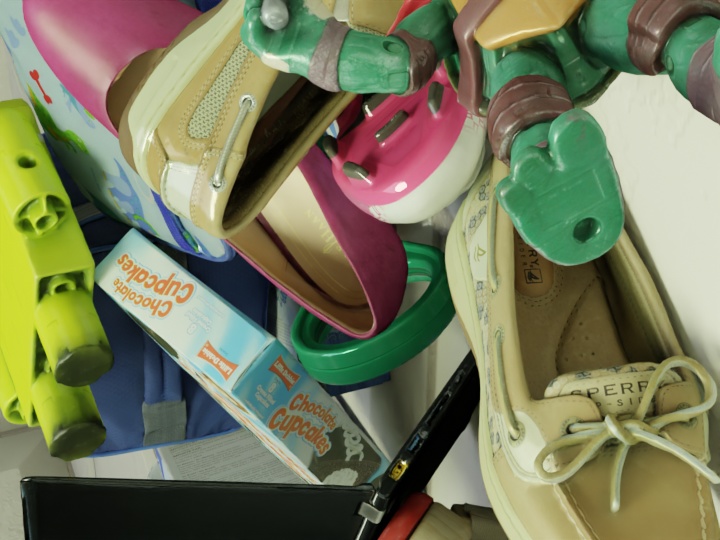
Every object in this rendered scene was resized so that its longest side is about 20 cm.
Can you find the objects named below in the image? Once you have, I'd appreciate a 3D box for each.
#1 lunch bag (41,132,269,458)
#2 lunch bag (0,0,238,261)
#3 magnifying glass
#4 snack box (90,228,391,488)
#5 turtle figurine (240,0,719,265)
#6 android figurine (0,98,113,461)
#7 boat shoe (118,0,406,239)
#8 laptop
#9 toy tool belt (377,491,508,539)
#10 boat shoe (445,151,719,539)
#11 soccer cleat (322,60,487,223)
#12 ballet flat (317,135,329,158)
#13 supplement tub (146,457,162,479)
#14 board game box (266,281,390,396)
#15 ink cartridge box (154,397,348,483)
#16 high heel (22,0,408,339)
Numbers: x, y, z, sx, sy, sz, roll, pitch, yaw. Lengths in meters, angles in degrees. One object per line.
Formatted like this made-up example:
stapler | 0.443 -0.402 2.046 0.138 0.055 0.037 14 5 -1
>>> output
lunch bag | -0.125 0.010 1.040 0.201 0.135 0.133 95 156 -45
lunch bag | -0.106 -0.108 0.846 0.160 0.082 0.201 23 141 45
magnifying glass | 0.000 0.000 0.850 0.023 0.079 0.200 60 -176 -23
snack box | -0.049 0.065 0.917 0.116 0.037 0.200 35 169 37
turtle figurine | 0.049 -0.089 0.545 0.101 0.150 0.200 37 -167 -40
android figurine | -0.177 -0.005 0.923 0.201 0.041 0.183 61 153 32
boat shoe | -0.004 -0.097 0.652 0.201 0.071 0.076 -55 49 8
laptop | -0.034 0.074 0.743 0.115 0.201 0.188 33 154 7
toy tool belt | 0.052 0.167 0.762 0.122 0.125 0.200 33 156 8
boat shoe | 0.073 0.031 0.599 0.063 0.073 0.201 100 157 -46
soccer cleat | 0.026 -0.056 0.715 0.086 0.070 0.200 44 -172 -22
ballet flat | -0.017 -0.112 0.867 0.200 0.074 0.075 117 139 -62
supplement tub | -0.071 0.184 1.175 0.200 0.121 0.124 -143 43 -68
board game box | -0.044 -0.038 1.048 0.200 0.043 0.201 -164 62 -74
ink cartridge box | -0.052 0.128 1.061 0.200 0.118 0.042 -129 25 -59
high heel | -0.060 -0.050 0.732 0.068 0.199 0.096 -53 13 20
